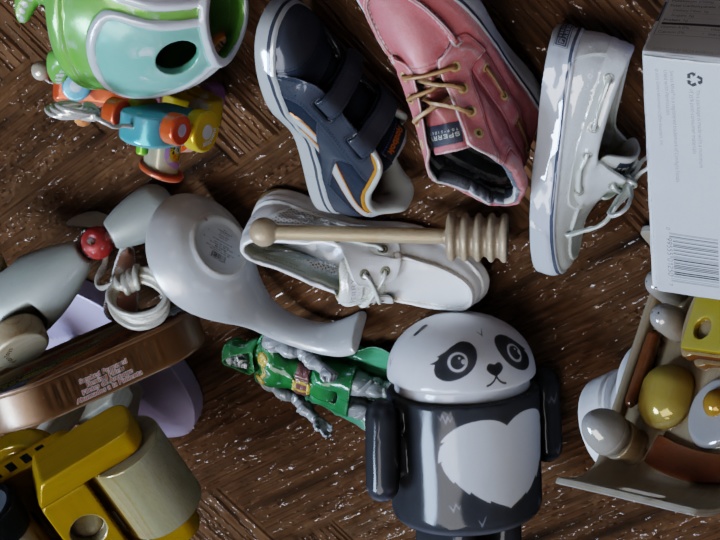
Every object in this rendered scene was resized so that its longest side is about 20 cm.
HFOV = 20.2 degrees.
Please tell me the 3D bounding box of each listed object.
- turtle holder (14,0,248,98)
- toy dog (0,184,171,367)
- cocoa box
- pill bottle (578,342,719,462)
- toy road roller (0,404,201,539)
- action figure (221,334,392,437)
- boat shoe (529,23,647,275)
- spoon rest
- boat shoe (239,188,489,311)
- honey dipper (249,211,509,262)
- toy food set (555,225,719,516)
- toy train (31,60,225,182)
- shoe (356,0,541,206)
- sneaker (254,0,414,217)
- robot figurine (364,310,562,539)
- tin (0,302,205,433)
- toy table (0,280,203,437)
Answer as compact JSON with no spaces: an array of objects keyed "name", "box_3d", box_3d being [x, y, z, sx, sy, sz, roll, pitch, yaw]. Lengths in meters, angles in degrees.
[{"name":"turtle holder","box_3d":[-0.152,-0.208,1.411,0.130,0.141,0.187,13,123,19]},{"name":"toy dog","box_3d":[-0.235,0.009,1.666,0.198,0.133,0.096,-11,161,9]},{"name":"cocoa box","box_3d":[0.263,-0.093,1.303,0.132,0.132,0.201,9,134,21]},{"name":"pill bottle","box_3d":[0.260,0.090,1.498,0.199,0.112,0.111,-26,116,42]},{"name":"toy road roller","box_3d":[-0.244,0.185,1.704,0.199,0.146,0.123,-30,122,1]},{"name":"action figure","box_3d":[-0.024,0.096,1.700,0.198,0.055,0.119,18,131,12]},{"name":"boat shoe","box_3d":[0.168,-0.077,1.422,0.085,0.075,0.204,11,126,13]},{"name":"spoon rest","box_3d":[-0.091,0.013,1.633,0.199,0.100,0.060,33,145,-22]},{"name":"boat shoe","box_3d":[0.000,0.000,1.580,0.198,0.070,0.071,16,135,13]},{"name":"honey dipper","box_3d":[0.013,-0.025,1.535,0.198,0.038,0.038,0,133,7]},{"name":"toy food set","box_3d":[0.218,0.067,1.415,0.060,0.202,0.143,26,169,-34]},{"name":"toy train","box_3d":[-0.175,-0.110,1.498,0.148,0.200,0.056,5,106,-6]},{"name":"shoe","box_3d":[0.059,-0.126,1.367,0.071,0.092,0.200,-14,142,33]},{"name":"sneaker","box_3d":[-0.012,-0.117,1.468,0.079,0.079,0.201,9,146,27]},{"name":"robot figurine","box_3d":[0.082,0.133,1.591,0.124,0.150,0.202,2,103,21]},{"name":"tin","box_3d":[-0.220,0.077,1.643,0.112,0.199,0.042,21,132,67]},{"name":"toy table","box_3d":[-0.242,0.109,1.781,0.199,0.118,0.184,34,138,-8]}]
